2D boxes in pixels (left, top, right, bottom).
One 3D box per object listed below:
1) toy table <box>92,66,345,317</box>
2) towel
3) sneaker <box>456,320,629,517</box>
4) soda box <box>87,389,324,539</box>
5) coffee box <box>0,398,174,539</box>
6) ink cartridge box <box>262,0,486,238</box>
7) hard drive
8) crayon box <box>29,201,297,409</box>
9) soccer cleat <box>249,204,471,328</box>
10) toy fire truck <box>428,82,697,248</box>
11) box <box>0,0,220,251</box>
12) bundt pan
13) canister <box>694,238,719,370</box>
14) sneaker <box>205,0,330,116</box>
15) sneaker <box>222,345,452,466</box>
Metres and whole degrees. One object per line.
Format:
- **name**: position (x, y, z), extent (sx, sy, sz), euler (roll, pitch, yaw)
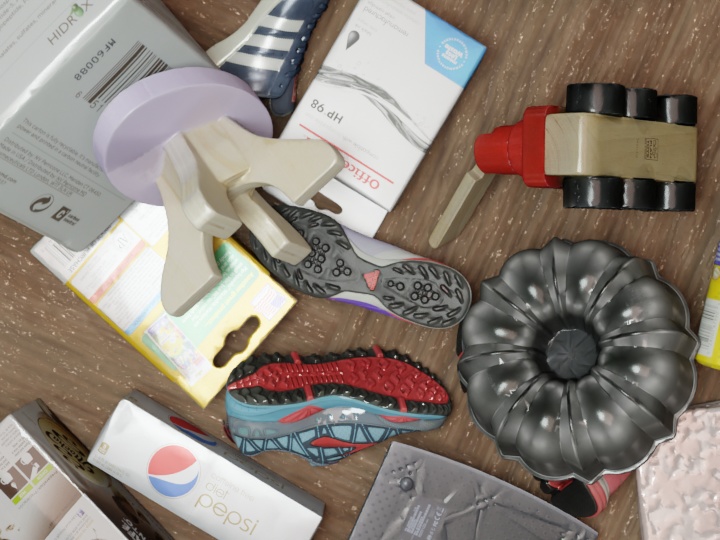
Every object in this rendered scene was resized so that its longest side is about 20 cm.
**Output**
- **toy table**: position (-0.112, -0.066, 1.167), extent (0.184, 0.199, 0.118), euler (-46, 68, 22)
- **towel**: position (0.337, 0.205, 1.296), extent (0.197, 0.032, 0.194), euler (-8, 91, 1)
- **sneaker**: position (0.159, 0.113, 1.287), extent (0.086, 0.074, 0.201), euler (-32, 82, -32)
- **soda box**: position (-0.130, 0.181, 1.278), extent (0.199, 0.068, 0.064), euler (30, 92, -1)
- **coffee box**: position (-0.240, 0.212, 1.258), extent (0.080, 0.113, 0.200), euler (-43, 91, 1)
- **ink cartridge box**: position (0.008, -0.129, 1.269), extent (0.115, 0.067, 0.201), euler (30, 92, -1)
- **hard drive**: position (0.089, 0.237, 1.284), extent (0.198, 0.042, 0.136), euler (24, 92, -8)
- **crayon box**: position (-0.166, 0.004, 1.282), extent (0.200, 0.052, 0.126), euler (42, 92, 0)
- **soccer cleat**: position (0.000, 0.000, 1.274), extent (0.198, 0.073, 0.069), euler (19, 89, 6)
- **toy fire truck**: position (0.161, -0.081, 1.246), extent (0.198, 0.175, 0.131), euler (3, 93, 42)
- **box**: position (-0.246, -0.159, 1.175), extent (0.200, 0.199, 0.172), euler (-43, 65, 6)
- **bundt pan**: position (0.165, 0.065, 1.186), extent (0.199, 0.076, 0.205), euler (-4, 76, 18)
- **canister**: position (0.335, -0.017, 1.232), extent (0.086, 0.148, 0.203), euler (13, 94, 16)
- **sneaker**: position (-0.066, -0.183, 1.267), extent (0.200, 0.075, 0.085), euler (-41, 90, 11)
- **sneaker**: position (-0.022, 0.122, 1.285), extent (0.197, 0.080, 0.096), euler (3, 129, -12)
